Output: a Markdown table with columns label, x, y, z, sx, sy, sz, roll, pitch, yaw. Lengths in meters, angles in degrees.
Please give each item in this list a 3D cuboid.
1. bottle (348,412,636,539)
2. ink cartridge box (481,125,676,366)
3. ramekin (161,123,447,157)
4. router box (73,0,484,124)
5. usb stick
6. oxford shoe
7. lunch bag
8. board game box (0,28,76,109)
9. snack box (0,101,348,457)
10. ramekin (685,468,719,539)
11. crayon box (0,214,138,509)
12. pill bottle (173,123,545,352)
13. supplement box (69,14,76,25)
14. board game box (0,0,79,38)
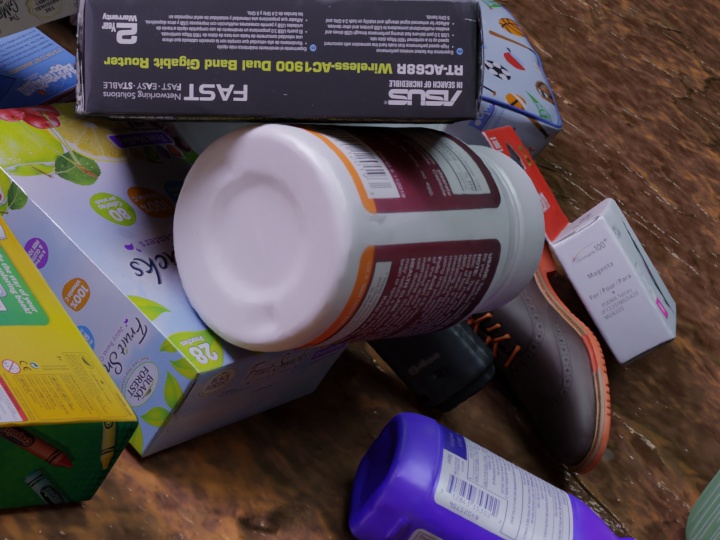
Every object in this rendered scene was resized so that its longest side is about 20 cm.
| label | x | y | z | sx | sy | sz | roll | pitch | yaw |
| --- | --- | --- | --- | --- | --- | --- | --- | --- | --- |
| bottle | 0.091 | 0.151 | 1.032 | 0.200 | 0.065 | 0.084 | 29 | 28 | -12 |
| ink cartridge box | 0.152 | -0.031 | 1.304 | 0.174 | 0.044 | 0.200 | 60 | 11 | 0 |
| ramekin | -0.047 | -0.125 | 1.205 | 0.202 | 0.203 | 0.094 | 27 | -16 | -16 |
| router box | -0.041 | -0.108 | 1.005 | 0.200 | 0.062 | 0.150 | 0 | 4 | -2 |
| usb stick | 0.000 | 0.000 | 1.134 | 0.200 | 0.055 | 0.033 | 48 | 17 | -12 |
| oxford shoe | 0.095 | 0.043 | 1.211 | 0.072 | 0.071 | 0.200 | 4 | 44 | -30 |
| lunch bag | 0.061 | -0.162 | 1.506 | 0.160 | 0.076 | 0.200 | 14 | 34 | -31 |
| board game box | -0.241 | -0.116 | 1.144 | 0.103 | 0.019 | 0.200 | 36 | 27 | 5 |
| snack box | -0.119 | -0.005 | 1.048 | 0.200 | 0.068 | 0.169 | 45 | 27 | 16 |
| ramekin | 0.297 | 0.176 | 1.188 | 0.200 | 0.098 | 0.200 | 27 | 28 | -15 |
| crayon box | -0.207 | 0.022 | 0.911 | 0.119 | 0.058 | 0.200 | 1 | 42 | -48 |
| pill bottle | 0.006 | -0.020 | 1.020 | 0.114 | 0.114 | 0.200 | 48 | 27 | 25 |
| supplement box | -0.062 | -0.186 | 1.121 | 0.200 | 0.061 | 0.109 | 7 | 73 | -20 |
| board game box | -0.247 | -0.161 | 1.052 | 0.200 | 0.034 | 0.135 | -18 | 42 | -2 |
